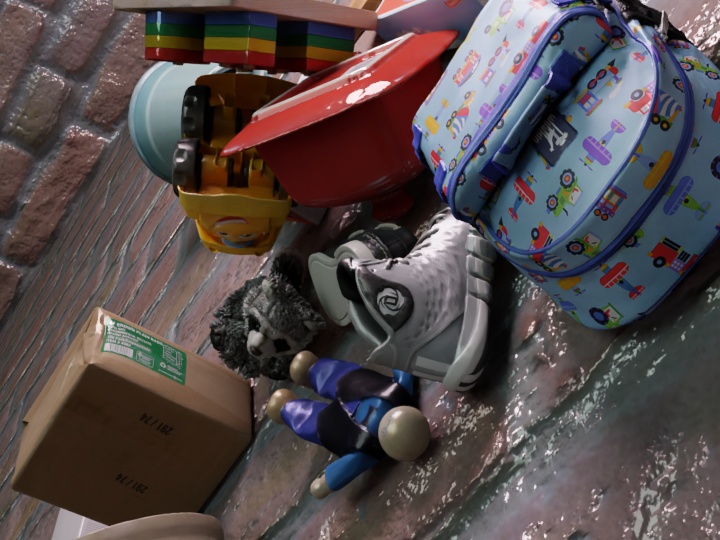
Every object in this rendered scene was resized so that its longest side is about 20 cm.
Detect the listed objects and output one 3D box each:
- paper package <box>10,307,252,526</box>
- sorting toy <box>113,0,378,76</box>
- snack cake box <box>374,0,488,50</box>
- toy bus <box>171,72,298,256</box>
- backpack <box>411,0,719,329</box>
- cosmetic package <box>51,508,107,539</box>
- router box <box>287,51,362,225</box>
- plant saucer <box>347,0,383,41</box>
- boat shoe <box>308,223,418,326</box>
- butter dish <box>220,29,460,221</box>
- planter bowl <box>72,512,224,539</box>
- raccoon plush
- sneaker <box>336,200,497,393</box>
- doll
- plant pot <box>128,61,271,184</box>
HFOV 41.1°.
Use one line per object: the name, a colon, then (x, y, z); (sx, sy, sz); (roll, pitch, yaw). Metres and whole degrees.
paper package: (-0.239, 0.171, 1.020); (0.192, 0.198, 0.104); (-53, 26, 19)
sorting toy: (-0.118, -0.240, 0.984); (0.197, 0.198, 0.071); (13, 103, 42)
snack cake box: (0.099, -0.284, 0.947); (0.116, 0.067, 0.199); (-60, 23, -9)
toy bus: (-0.131, -0.085, 1.036); (0.202, 0.133, 0.194); (-91, 8, -46)
backpack: (0.135, -0.074, 0.588); (0.184, 0.133, 0.201); (-53, 28, 23)
cosmetic package: (-0.324, 0.311, 1.189); (0.107, 0.084, 0.202); (-41, 31, 39)
router box: (-0.059, -0.160, 1.179); (0.203, 0.048, 0.179); (-65, 24, -5)
plant saucer: (0.032, -0.346, 1.131); (0.201, 0.032, 0.201); (-52, 8, 10)
boat shoe: (0.000, 0.000, 0.875); (0.060, 0.075, 0.200); (-26, -4, -18)
butter dish: (0.006, -0.117, 0.893); (0.197, 0.150, 0.200); (-16, 18, 30)
planter bowl: (-0.195, 0.316, 0.823); (0.200, 0.198, 0.136); (-44, 57, 35)
raccoon plush: (-0.083, 0.015, 0.970); (0.134, 0.096, 0.203); (-47, 29, 44)
sneaker: (0.042, -0.013, 0.717); (0.076, 0.113, 0.203); (106, 173, -53)
doll: (-0.007, 0.120, 0.778); (0.199, 0.048, 0.138); (5, 61, 58)
plant pot: (-0.216, -0.225, 1.415); (0.195, 0.199, 0.203); (7, 71, 57)
